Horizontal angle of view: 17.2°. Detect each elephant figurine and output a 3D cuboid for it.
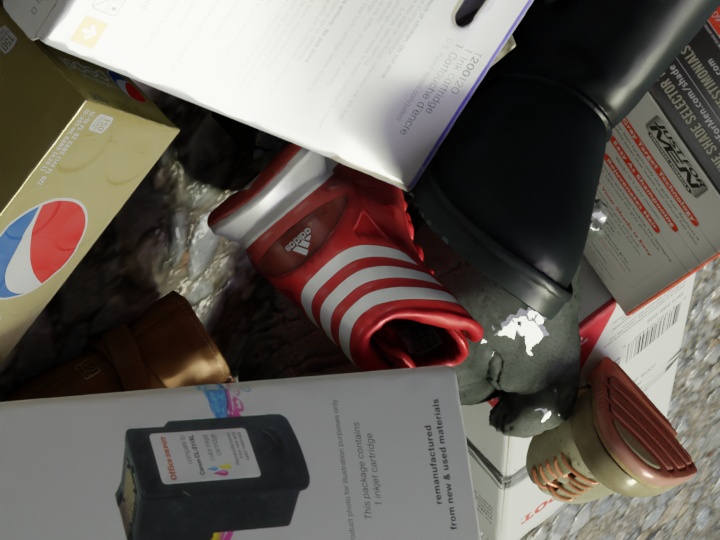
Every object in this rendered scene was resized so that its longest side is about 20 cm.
[{"bbox_3d":[0.004,0.037,1.170,0.199,0.141,0.156,-13,114,-24],"label":"elephant figurine"}]

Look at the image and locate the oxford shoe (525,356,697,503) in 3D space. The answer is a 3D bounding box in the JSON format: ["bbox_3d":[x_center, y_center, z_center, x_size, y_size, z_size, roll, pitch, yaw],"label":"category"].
[{"bbox_3d":[0.125,0.098,1.237,0.074,0.071,0.200,-42,177,6],"label":"oxford shoe"}]

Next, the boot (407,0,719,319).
[{"bbox_3d":[0.097,-0.085,1.008,0.168,0.076,0.200,-52,-168,15],"label":"boot"}]

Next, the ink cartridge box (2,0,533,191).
[{"bbox_3d":[-0.004,-0.143,0.899,0.199,0.043,0.199,20,109,-43],"label":"ink cartridge box"}]

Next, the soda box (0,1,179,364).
[{"bbox_3d":[-0.163,-0.002,0.918,0.200,0.064,0.068,-52,154,13],"label":"soda box"}]

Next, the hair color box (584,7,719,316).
[{"bbox_3d":[0.155,-0.051,1.198,0.061,0.102,0.200,-33,176,-14],"label":"hair color box"}]

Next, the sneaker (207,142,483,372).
[{"bbox_3d":[0.000,0.000,1.046,0.078,0.116,0.200,-38,179,16],"label":"sneaker"}]

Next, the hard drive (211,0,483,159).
[{"bbox_3d":[0.027,-0.142,1.024,0.199,0.038,0.140,-31,152,-29],"label":"hard drive"}]

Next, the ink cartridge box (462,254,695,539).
[{"bbox_3d":[0.111,0.050,1.382,0.144,0.084,0.201,-35,152,-21],"label":"ink cartridge box"}]

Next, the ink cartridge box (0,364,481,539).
[{"bbox_3d":[-0.067,0.104,0.988,0.198,0.084,0.146,-4,164,-16],"label":"ink cartridge box"}]

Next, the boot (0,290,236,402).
[{"bbox_3d":[-0.116,0.104,1.137,0.154,0.074,0.200,-40,155,-13],"label":"boot"}]
